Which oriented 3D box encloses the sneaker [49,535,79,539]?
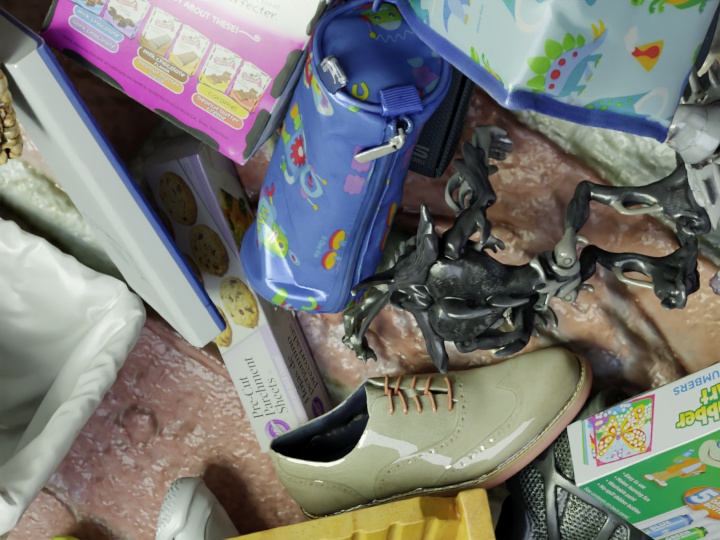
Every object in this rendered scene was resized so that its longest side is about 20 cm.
[{"bbox_3d":[-0.204,0.262,1.632,0.074,0.084,0.201,23,121,4],"label":"sneaker"}]

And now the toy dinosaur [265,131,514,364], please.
[{"bbox_3d":[0.000,0.000,1.451,0.200,0.047,0.088,37,106,-3],"label":"toy dinosaur"}]

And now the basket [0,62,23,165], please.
[{"bbox_3d":[-0.292,-0.124,1.360,0.148,0.200,0.144,-22,117,-16],"label":"basket"}]

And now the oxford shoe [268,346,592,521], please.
[{"bbox_3d":[0.039,0.091,1.453,0.199,0.071,0.074,-28,125,14],"label":"oxford shoe"}]

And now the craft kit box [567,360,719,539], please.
[{"bbox_3d":[0.249,0.104,1.373,0.197,0.049,0.200,-28,140,26],"label":"craft kit box"}]

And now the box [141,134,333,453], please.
[{"bbox_3d":[-0.072,0.013,1.483,0.041,0.039,0.201,-11,114,23],"label":"box"}]

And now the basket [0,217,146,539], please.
[{"bbox_3d":[-0.266,0.077,1.481,0.199,0.199,0.161,30,133,-1],"label":"basket"}]

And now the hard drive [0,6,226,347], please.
[{"bbox_3d":[-0.154,-0.057,1.408,0.025,0.132,0.201,-36,118,-9],"label":"hard drive"}]

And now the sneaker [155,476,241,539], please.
[{"bbox_3d":[-0.052,0.211,1.566,0.114,0.075,0.201,-7,119,19],"label":"sneaker"}]

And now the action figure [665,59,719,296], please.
[{"bbox_3d":[0.210,-0.029,1.304,0.069,0.131,0.200,-24,134,32],"label":"action figure"}]

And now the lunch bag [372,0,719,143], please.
[{"bbox_3d":[0.089,-0.183,1.210,0.127,0.200,0.171,12,111,-32],"label":"lunch bag"}]

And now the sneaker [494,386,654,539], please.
[{"bbox_3d":[0.153,0.174,1.481,0.114,0.076,0.200,-27,104,29],"label":"sneaker"}]

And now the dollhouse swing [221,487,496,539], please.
[{"bbox_3d":[-0.009,0.246,1.452,0.199,0.182,0.177,-11,74,-5],"label":"dollhouse swing"}]

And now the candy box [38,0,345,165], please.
[{"bbox_3d":[-0.068,-0.176,1.308,0.136,0.061,0.201,32,122,3],"label":"candy box"}]

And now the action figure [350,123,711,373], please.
[{"bbox_3d":[0.089,-0.011,1.377,0.199,0.102,0.119,-10,123,-4],"label":"action figure"}]

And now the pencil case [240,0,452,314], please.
[{"bbox_3d":[-0.008,-0.055,1.332,0.078,0.087,0.200,-3,144,-19],"label":"pencil case"}]

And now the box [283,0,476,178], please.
[{"bbox_3d":[-0.022,-0.158,1.369,0.199,0.051,0.158,21,120,6],"label":"box"}]

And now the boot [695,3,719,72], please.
[{"bbox_3d":[0.142,-0.188,1.301,0.074,0.097,0.201,8,95,44],"label":"boot"}]
